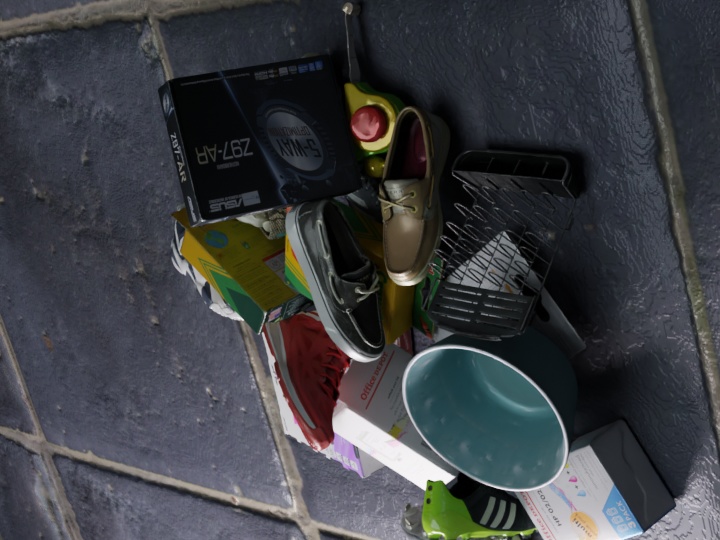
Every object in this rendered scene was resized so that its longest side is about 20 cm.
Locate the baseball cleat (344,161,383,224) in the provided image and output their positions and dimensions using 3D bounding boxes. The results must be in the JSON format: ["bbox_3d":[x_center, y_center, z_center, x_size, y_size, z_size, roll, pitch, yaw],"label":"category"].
[{"bbox_3d":[0.022,-0.092,1.623,0.106,0.070,0.200,8,126,35],"label":"baseball cleat"}]

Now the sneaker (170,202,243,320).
[{"bbox_3d":[-0.196,-0.025,1.892,0.199,0.079,0.130,45,149,36],"label":"sneaker"}]

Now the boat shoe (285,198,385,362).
[{"bbox_3d":[-0.016,0.014,1.518,0.064,0.071,0.200,-11,113,43],"label":"boat shoe"}]

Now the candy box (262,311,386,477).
[{"bbox_3d":[-0.040,0.161,1.810,0.200,0.071,0.168,19,126,54],"label":"candy box"}]

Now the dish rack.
[{"bbox_3d":[0.141,-0.026,1.433,0.153,0.200,0.055,9,161,45],"label":"dish rack"}]

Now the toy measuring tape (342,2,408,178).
[{"bbox_3d":[0.019,-0.206,1.550,0.073,0.073,0.201,3,99,48],"label":"toy measuring tape"}]

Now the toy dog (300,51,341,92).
[{"bbox_3d":[-0.114,-0.156,1.616,0.140,0.200,0.194,51,142,12],"label":"toy dog"}]

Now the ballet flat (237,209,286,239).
[{"bbox_3d":[-0.163,-0.113,1.802,0.200,0.075,0.068,45,141,21],"label":"ballet flat"}]

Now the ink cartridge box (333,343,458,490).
[{"bbox_3d":[0.039,0.164,1.650,0.200,0.117,0.068,34,142,-7],"label":"ink cartridge box"}]

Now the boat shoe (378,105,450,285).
[{"bbox_3d":[0.050,-0.085,1.495,0.074,0.066,0.200,-5,71,31],"label":"boat shoe"}]

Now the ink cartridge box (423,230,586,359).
[{"bbox_3d":[0.165,0.057,1.562,0.162,0.050,0.200,55,137,8],"label":"ink cartridge box"}]

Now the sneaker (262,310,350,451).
[{"bbox_3d":[-0.036,0.108,1.550,0.078,0.115,0.200,69,177,-46],"label":"sneaker"}]

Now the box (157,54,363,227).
[{"bbox_3d":[-0.111,-0.146,1.518,0.044,0.200,0.161,-16,87,65],"label":"box"}]

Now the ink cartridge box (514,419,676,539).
[{"bbox_3d":[0.250,0.260,1.565,0.115,0.068,0.200,58,143,4],"label":"ink cartridge box"}]

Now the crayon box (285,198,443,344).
[{"bbox_3d":[0.000,0.000,1.603,0.200,0.051,0.127,29,136,27],"label":"crayon box"}]

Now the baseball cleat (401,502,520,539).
[{"bbox_3d":[0.133,0.362,1.754,0.200,0.070,0.107,7,127,53],"label":"baseball cleat"}]

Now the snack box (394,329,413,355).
[{"bbox_3d":[0.041,0.146,1.771,0.072,0.024,0.200,21,128,44],"label":"snack box"}]

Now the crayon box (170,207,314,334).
[{"bbox_3d":[-0.147,-0.019,1.803,0.200,0.127,0.051,45,140,22],"label":"crayon box"}]

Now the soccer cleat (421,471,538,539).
[{"bbox_3d":[0.151,0.277,1.610,0.067,0.200,0.081,-6,81,45],"label":"soccer cleat"}]

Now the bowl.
[{"bbox_3d":[0.157,0.132,1.485,0.200,0.105,0.201,23,136,24],"label":"bowl"}]
